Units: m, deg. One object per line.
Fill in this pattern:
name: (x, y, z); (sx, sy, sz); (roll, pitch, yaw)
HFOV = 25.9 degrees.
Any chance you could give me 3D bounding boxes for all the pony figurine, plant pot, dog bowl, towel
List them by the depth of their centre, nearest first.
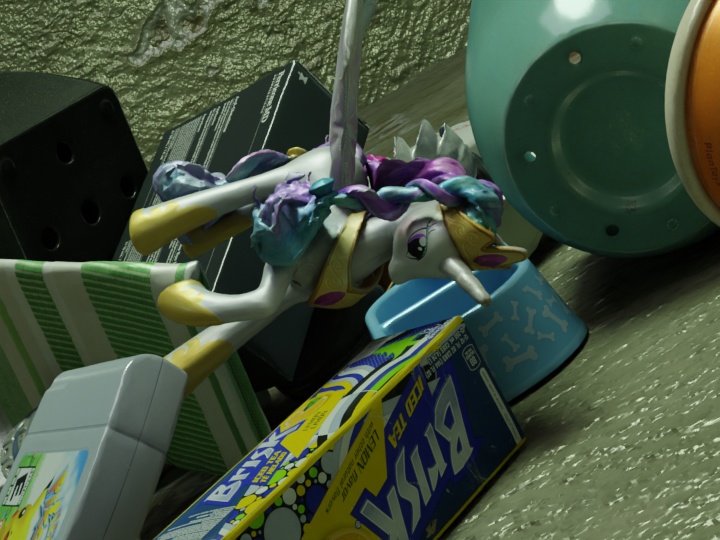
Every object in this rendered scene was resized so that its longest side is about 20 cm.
pony figurine: (-0.012, -0.036, 0.775); (0.198, 0.167, 0.194); (-17, 43, 20)
plant pot: (0.146, -0.100, 0.849); (0.199, 0.202, 0.161); (-27, 18, 24)
dog bowl: (0.057, 0.030, 0.871); (0.111, 0.050, 0.200); (-31, 10, 0)
towel: (-0.150, 0.055, 0.923); (0.198, 0.154, 0.023); (2, 36, 33)
plant pot: (-0.244, -0.025, 1.065); (0.176, 0.202, 0.199); (-8, 21, 35)

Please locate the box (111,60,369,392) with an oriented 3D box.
box: (-0.087, -0.016, 0.991); (0.140, 0.079, 0.202); (-24, 39, 44)

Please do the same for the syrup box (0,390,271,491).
syrup box: (-0.168, 0.095, 1.067); (0.199, 0.079, 0.082); (-32, 49, -9)

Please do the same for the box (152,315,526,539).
box: (-0.014, 0.101, 0.659); (0.064, 0.071, 0.200); (-18, 16, 45)

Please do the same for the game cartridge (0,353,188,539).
game cartridge: (-0.145, 0.134, 0.721); (0.133, 0.040, 0.202); (-11, 54, 57)

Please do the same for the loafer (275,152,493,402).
loafer: (0.000, 0.000, 0.983); (0.201, 0.073, 0.072); (-53, -25, 13)

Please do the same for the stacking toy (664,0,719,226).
stacking toy: (0.245, -0.071, 0.678); (0.146, 0.147, 0.199); (-35, 29, -23)

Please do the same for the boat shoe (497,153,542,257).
boat shoe: (0.116, -0.067, 1.062); (0.060, 0.073, 0.202); (15, 48, 42)

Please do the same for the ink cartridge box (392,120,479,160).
ink cartridge box: (0.038, -0.032, 1.140); (0.199, 0.088, 0.145); (-37, 11, -26)

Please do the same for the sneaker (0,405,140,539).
sneaker: (-0.156, 0.148, 0.867); (0.074, 0.087, 0.201); (-32, 28, 17)
